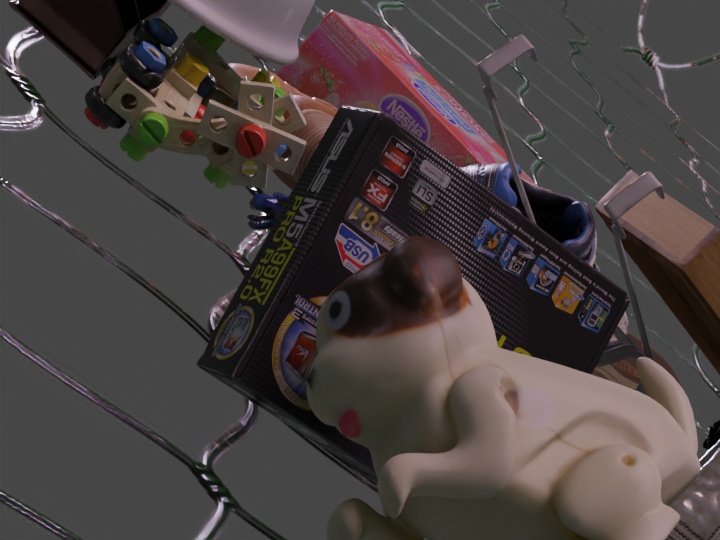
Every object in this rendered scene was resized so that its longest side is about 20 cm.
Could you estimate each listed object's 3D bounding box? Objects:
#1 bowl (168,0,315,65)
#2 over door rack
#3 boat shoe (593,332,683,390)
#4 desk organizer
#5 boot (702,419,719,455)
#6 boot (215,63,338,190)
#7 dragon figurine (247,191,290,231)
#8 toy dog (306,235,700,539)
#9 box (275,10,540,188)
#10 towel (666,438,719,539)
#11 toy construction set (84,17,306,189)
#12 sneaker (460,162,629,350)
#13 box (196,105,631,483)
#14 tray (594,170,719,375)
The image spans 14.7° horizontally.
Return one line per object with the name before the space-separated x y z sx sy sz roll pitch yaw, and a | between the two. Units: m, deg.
bowl | -0.093 -0.226 1.739 0.201 0.090 0.201 38 12 -10
over door rack | 0.113 -0.019 1.658 0.148 0.066 0.201 51 -21 35
boat shoe | 0.145 0.058 1.953 0.200 0.065 0.072 34 28 -36
desk organizer | -0.158 -0.190 1.817 0.072 0.077 0.200 41 13 -4
boot | 0.254 0.122 1.803 0.138 0.078 0.200 41 -5 -27
boot | -0.010 -0.057 1.879 0.200 0.077 0.155 34 4 -42
dragon figurine | 0.008 0.027 1.534 0.200 0.100 0.059 30 1 -36
toy dog | 0.063 0.074 1.370 0.200 0.194 0.140 40 -23 2
box | 0.032 -0.081 1.989 0.200 0.095 0.103 47 15 20
towel | 0.233 0.190 1.532 0.193 0.200 0.035 44 -18 9
toy construction set | -0.095 -0.093 1.690 0.131 0.092 0.200 40 2 -10
sneaker | 0.124 -0.005 1.823 0.200 0.085 0.077 38 48 -38
box | 0.032 0.032 1.481 0.200 0.161 0.044 35 -12 -30
tray | 0.224 0.032 1.688 0.200 0.037 0.099 50 -6 -36
